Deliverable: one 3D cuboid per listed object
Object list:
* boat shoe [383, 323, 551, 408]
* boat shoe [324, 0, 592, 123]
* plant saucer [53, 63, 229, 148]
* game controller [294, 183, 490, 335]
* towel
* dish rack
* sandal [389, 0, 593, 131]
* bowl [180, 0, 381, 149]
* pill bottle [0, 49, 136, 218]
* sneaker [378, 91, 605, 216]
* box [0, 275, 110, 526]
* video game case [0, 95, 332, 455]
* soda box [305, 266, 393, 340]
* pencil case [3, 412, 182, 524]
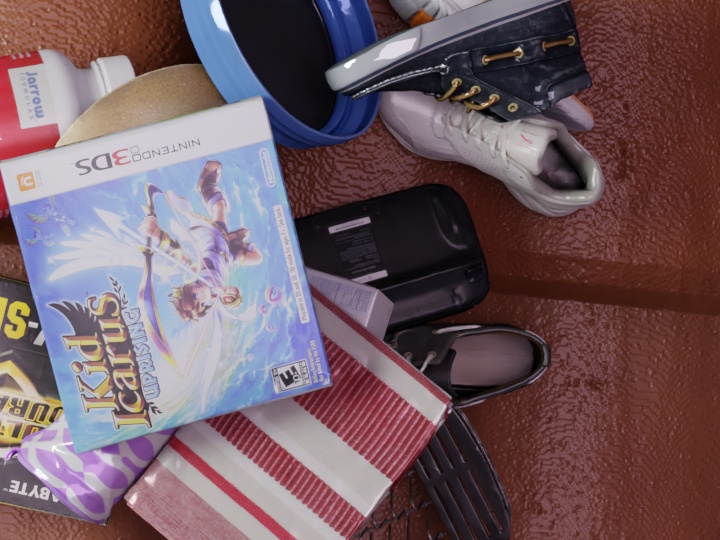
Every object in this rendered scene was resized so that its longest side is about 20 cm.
[{"bbox_3d":[0.048,0.074,1.401,0.198,0.068,0.073,-6,93,-13],"label":"boat shoe"},{"bbox_3d":[0.077,-0.141,1.315,0.199,0.071,0.092,-22,97,-17],"label":"boat shoe"},{"bbox_3d":[-0.138,-0.051,1.296,0.199,0.035,0.201,-24,139,-22],"label":"plant saucer"},{"bbox_3d":[0.000,0.000,1.397,0.198,0.042,0.105,-15,73,-15],"label":"game controller"},{"bbox_3d":[-0.048,0.126,1.261,0.144,0.023,0.200,38,84,8],"label":"towel"},{"bbox_3d":[0.008,0.186,1.370,0.199,0.055,0.154,-27,99,12],"label":"dish rack"},{"bbox_3d":[0.106,-0.184,1.405,0.206,0.079,0.060,35,79,-19],"label":"sandal"},{"bbox_3d":[-0.058,-0.182,1.314,0.200,0.039,0.202,34,45,-43],"label":"bowl"},{"bbox_3d":[-0.255,-0.094,1.286,0.198,0.112,0.113,-12,95,-15],"label":"pill bottle"},{"bbox_3d":[0.107,-0.107,1.392,0.199,0.099,0.079,23,86,-15],"label":"sneaker"},{"bbox_3d":[-0.262,0.086,1.325,0.198,0.049,0.161,15,86,-15],"label":"box"},{"bbox_3d":[-0.128,0.002,1.216,0.180,0.045,0.202,-15,97,-5],"label":"video game case"},{"bbox_3d":[-0.038,0.105,1.311,0.063,0.068,0.202,16,84,14],"label":"soda box"},{"bbox_3d":[-0.155,0.083,1.287,0.085,0.084,0.200,40,80,-5],"label":"pencil case"}]
